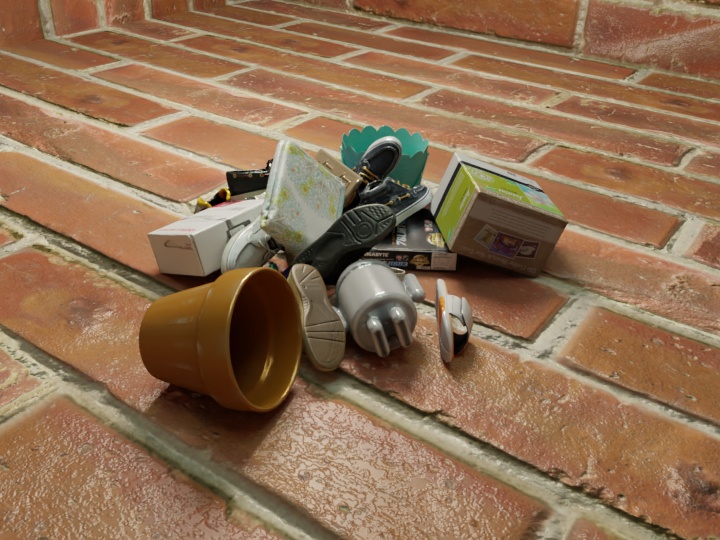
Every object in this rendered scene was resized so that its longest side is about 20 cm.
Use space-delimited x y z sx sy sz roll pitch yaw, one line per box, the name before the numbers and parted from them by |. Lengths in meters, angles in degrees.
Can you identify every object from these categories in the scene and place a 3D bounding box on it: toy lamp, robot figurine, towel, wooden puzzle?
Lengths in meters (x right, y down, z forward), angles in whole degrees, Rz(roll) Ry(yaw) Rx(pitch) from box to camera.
toy lamp | -0.126 -0.014 1.379 0.058 0.059 0.201 -4 32 -12
robot figurine | 0.023 0.056 1.214 0.168 0.114 0.200 -19 34 -6
towel | -0.105 -0.120 1.353 0.048 0.171 0.202 -17 53 38
wooden puzzle | -0.084 -0.140 1.521 0.046 0.186 0.200 31 7 -38

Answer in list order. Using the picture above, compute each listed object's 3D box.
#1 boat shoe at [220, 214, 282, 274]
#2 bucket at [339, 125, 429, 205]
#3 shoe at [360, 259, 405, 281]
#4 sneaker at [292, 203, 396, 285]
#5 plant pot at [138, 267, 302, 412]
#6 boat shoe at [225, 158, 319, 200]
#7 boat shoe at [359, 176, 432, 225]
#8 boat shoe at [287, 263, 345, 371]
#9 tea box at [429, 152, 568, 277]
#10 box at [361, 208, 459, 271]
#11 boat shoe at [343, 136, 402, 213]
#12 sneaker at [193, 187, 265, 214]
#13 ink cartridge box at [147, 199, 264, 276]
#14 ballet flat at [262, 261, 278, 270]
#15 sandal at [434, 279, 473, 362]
boat shoe | -0.176 -0.056 1.339 0.071 0.070 0.201 -2 39 41
bucket | 0.053 -0.239 1.699 0.205 0.136 0.208 1 29 -1
shoe | 0.000 0.000 1.367 0.198 0.054 0.070 19 34 26
sneaker | -0.018 -0.041 1.285 0.077 0.199 0.114 55 10 18
plant pot | -0.210 0.099 1.068 0.182 0.202 0.200 -2 26 25
boat shoe | -0.171 -0.193 1.484 0.199 0.064 0.074 -13 13 -7
boat shoe | 0.076 -0.154 1.487 0.070 0.092 0.200 -12 18 40
boat shoe | -0.076 0.082 1.177 0.073 0.063 0.201 8 46 -28
tea box | 0.265 -0.110 1.447 0.198 0.134 0.197 15 28 -18
box | 0.098 -0.069 1.501 0.196 0.050 0.201 5 30 2
boat shoe | 0.013 -0.192 1.557 0.071 0.200 0.091 38 30 -18
sneaker | -0.259 -0.136 1.552 0.199 0.083 0.078 -24 39 -38
ink cartridge box | -0.276 -0.064 1.391 0.144 0.084 0.199 3 24 42
ballet flat | -0.163 0.046 1.264 0.063 0.076 0.200 -17 29 -2
sandal | 0.159 0.073 1.230 0.059 0.080 0.207 1 28 2
